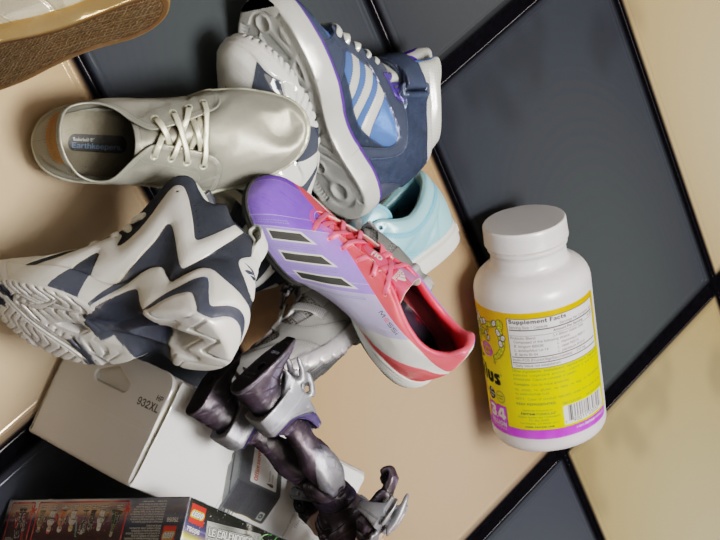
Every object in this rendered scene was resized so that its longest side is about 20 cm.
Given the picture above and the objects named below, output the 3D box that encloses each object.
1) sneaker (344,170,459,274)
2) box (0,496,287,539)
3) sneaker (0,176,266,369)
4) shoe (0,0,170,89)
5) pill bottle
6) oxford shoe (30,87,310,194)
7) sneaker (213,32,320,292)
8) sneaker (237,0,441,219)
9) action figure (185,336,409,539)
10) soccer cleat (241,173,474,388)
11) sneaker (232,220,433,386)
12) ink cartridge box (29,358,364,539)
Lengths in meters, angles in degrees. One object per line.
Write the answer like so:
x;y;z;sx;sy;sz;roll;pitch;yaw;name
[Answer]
-0.003;-0.011;1.418;0.200;0.074;0.082;-43;122;-37;sneaker
-0.144;0.200;1.258;0.137;0.199;0.040;31;62;-42;box
-0.153;-0.007;1.218;0.130;0.198;0.080;-63;143;-38;sneaker
-0.225;-0.168;1.196;0.199;0.070;0.054;-22;72;-31;shoe
0.154;0.049;1.541;0.104;0.104;0.201;-24;116;-34;pill bottle
-0.130;-0.091;1.240;0.198;0.058;0.076;-3;89;-15;oxford shoe
-0.097;-0.064;1.309;0.129;0.079;0.200;-37;133;-38;sneaker
-0.005;-0.156;1.378;0.147;0.080;0.201;-46;121;-37;sneaker
-0.026;0.141;1.203;0.069;0.130;0.200;-49;116;-29;action figure
0.000;0.000;1.260;0.200;0.073;0.068;47;52;-13;soccer cleat
-0.038;0.033;1.323;0.200;0.075;0.082;-33;83;-39;sneaker
-0.119;0.134;1.298;0.200;0.145;0.084;32;80;-41;ink cartridge box
